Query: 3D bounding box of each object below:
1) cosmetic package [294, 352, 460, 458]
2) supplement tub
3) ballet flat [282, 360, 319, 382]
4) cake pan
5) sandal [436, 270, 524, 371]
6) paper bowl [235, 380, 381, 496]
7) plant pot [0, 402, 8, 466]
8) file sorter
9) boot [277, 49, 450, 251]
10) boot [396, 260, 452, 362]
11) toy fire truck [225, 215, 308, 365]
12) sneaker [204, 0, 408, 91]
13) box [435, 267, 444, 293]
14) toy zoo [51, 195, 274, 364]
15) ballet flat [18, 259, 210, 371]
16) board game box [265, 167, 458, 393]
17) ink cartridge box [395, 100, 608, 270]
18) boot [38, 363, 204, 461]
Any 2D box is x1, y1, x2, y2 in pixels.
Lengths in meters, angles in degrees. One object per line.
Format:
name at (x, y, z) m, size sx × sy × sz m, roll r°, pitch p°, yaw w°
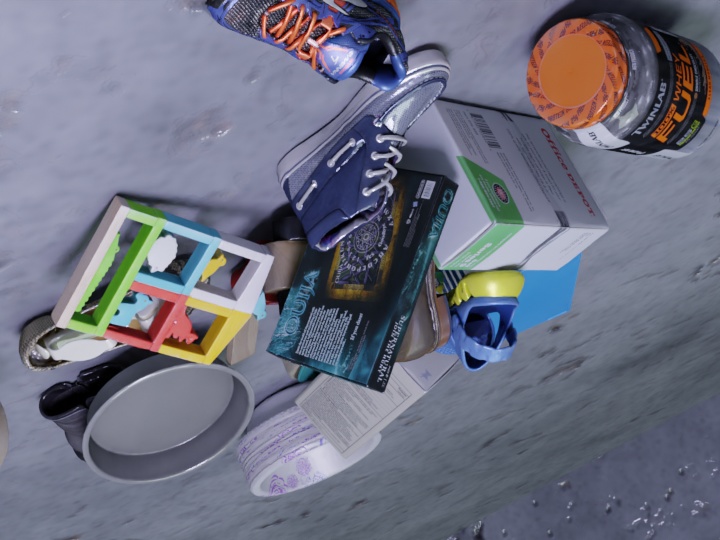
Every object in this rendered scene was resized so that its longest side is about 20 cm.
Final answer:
cosmetic package at (0.019, 0.129, 1.411) m, size 0.087 × 0.104 × 0.200 m, roll -37°, pitch 175°, yaw -42°
supplement tub at (0.251, -0.173, 1.119) m, size 0.199 × 0.123 × 0.122 m, roll 1°, pitch 146°, yaw -48°
ballet flat at (-0.051, 0.071, 1.396) m, size 0.069 × 0.070 × 0.200 m, roll -13°, pitch 161°, yaw -28°
cake pan at (-0.217, 0.162, 1.328) m, size 0.199 × 0.037 × 0.201 m, roll -18°, pitch 140°, yaw -16°
sandal at (0.111, 0.063, 1.222) m, size 0.079 × 0.088 × 0.200 m, roll 1°, pitch 165°, yaw -11°
paper bowl at (-0.079, 0.228, 1.661) m, size 0.200 × 0.105 × 0.201 m, roll -22°, pitch 157°, yaw -10°
plant pot at (-0.421, 0.154, 1.067) m, size 0.200 × 0.201 × 0.183 m, roll -31°, pitch 168°, yaw 12°
file sorter at (0.161, -0.011, 1.373) m, size 0.138 × 0.123 × 0.200 m, roll -24°, pitch 158°, yaw -4°
boot at (0.016, -0.104, 1.062) m, size 0.200 × 0.091 × 0.073 m, roll -38°, pitch 154°, yaw 28°
boot at (0.020, -0.002, 1.148) m, size 0.097 × 0.201 × 0.074 m, roll -27°, pitch -169°, yaw -40°
toy fire truck at (-0.060, 0.025, 1.256) m, size 0.175 × 0.130 × 0.199 m, roll -1°, pitch 172°, yaw -37°
sneaker at (-0.028, -0.181, 0.868) m, size 0.199 × 0.079 × 0.075 m, roll 1°, pitch 145°, yaw -48°
box at (0.032, 0.046, 1.450) m, size 0.117 × 0.049 × 0.200 m, roll -13°, pitch 157°, yaw -13°
toy zoo at (-0.168, 0.017, 1.098) m, size 0.199 × 0.020 × 0.132 m, roll 20°, pitch 110°, yaw -39°
ballet flat at (-0.235, 0.052, 1.148) m, size 0.199 × 0.075 × 0.068 m, roll -22°, pitch 112°, yaw -6°
board game box at (0.000, 0.000, 1.089) m, size 0.028 × 0.135 × 0.201 m, roll 29°, pitch 79°, yaw -47°
ink cartridge box at (0.135, -0.079, 1.168) m, size 0.199 × 0.147 × 0.084 m, roll 2°, pitch 145°, yaw -47°
boot at (-0.255, 0.145, 1.355) m, size 0.199 × 0.070 × 0.132 m, roll -29°, pitch 149°, yaw -12°
